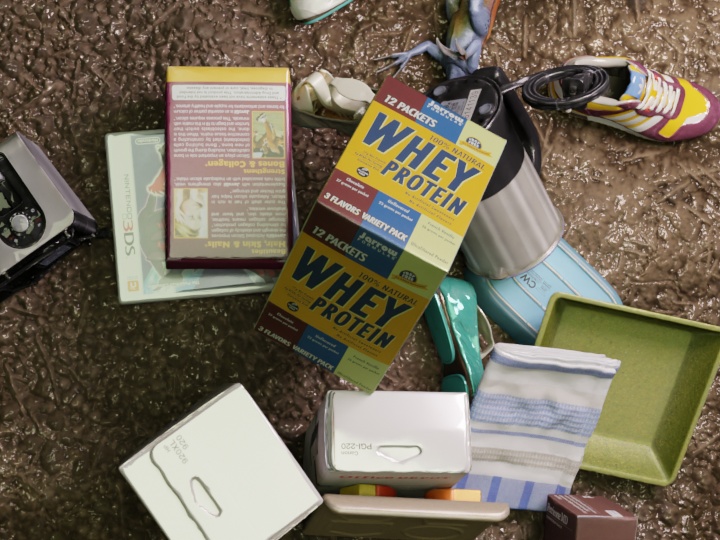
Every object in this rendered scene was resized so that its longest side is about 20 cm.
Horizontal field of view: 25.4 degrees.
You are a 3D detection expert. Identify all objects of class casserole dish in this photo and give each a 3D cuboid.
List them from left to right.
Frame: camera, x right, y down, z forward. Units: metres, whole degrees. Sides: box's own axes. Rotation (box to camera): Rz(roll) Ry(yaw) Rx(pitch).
[{"bbox_3d":[0.206,0.026,1.746,0.200,0.039,0.121,43,81,-2],"label":"casserole dish"}]

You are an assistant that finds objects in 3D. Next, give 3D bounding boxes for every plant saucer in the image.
[{"bbox_3d":[0.268,0.120,1.710,0.198,0.048,0.201,12,114,-7],"label":"plant saucer"}]

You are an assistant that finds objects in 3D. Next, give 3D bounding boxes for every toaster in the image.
[{"bbox_3d":[-0.366,-0.037,1.599,0.180,0.200,0.119,-35,88,-2],"label":"toaster"}]

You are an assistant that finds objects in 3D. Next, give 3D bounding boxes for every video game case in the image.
[{"bbox_3d":[-0.166,-0.063,1.705,0.198,0.023,0.184,-5,86,-9],"label":"video game case"}]

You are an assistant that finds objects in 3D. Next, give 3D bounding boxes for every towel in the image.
[{"bbox_3d":[0.179,0.169,1.677,0.146,0.024,0.201,8,116,-18],"label":"towel"}]

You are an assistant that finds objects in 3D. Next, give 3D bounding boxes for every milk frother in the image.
[{"bbox_3d":[0.173,-0.111,1.644,0.181,0.199,0.189,-53,133,-24],"label":"milk frother"}]

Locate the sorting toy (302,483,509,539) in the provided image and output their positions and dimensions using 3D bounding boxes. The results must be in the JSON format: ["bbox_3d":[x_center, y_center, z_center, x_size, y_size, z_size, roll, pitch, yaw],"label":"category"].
[{"bbox_3d":[0.042,0.246,1.623,0.184,0.200,0.037,4,74,-8],"label":"sorting toy"}]

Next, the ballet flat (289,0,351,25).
[{"bbox_3d":[0.010,-0.334,1.727,0.199,0.069,0.070,-26,90,-7],"label":"ballet flat"}]

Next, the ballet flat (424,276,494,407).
[{"bbox_3d":[0.119,0.103,1.715,0.070,0.067,0.202,-11,89,-23],"label":"ballet flat"}]

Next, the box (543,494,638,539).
[{"bbox_3d":[0.233,0.344,1.676,0.074,0.100,0.202,6,93,-12],"label":"box"}]

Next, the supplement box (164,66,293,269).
[{"bbox_3d":[-0.138,-0.104,1.649,0.130,0.103,0.202,1,85,-8],"label":"supplement box"}]

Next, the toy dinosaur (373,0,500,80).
[{"bbox_3d":[0.122,-0.244,1.734,0.199,0.105,0.183,-13,106,-20],"label":"toy dinosaur"}]

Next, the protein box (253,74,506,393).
[{"bbox_3d":[0.019,-0.034,1.525,0.134,0.200,0.199,28,47,-1],"label":"protein box"}]

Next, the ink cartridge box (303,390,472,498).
[{"bbox_3d":[0.023,0.182,1.620,0.144,0.200,0.086,1,74,-8],"label":"ink cartridge box"}]

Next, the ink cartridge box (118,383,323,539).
[{"bbox_3d":[-0.143,0.210,1.597,0.144,0.200,0.148,-36,92,-9],"label":"ink cartridge box"}]

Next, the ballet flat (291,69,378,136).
[{"bbox_3d":[-0.025,-0.179,1.652,0.067,0.199,0.064,-47,129,-18],"label":"ballet flat"}]

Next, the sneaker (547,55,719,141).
[{"bbox_3d":[0.309,-0.189,1.751,0.198,0.090,0.076,8,84,-7],"label":"sneaker"}]
